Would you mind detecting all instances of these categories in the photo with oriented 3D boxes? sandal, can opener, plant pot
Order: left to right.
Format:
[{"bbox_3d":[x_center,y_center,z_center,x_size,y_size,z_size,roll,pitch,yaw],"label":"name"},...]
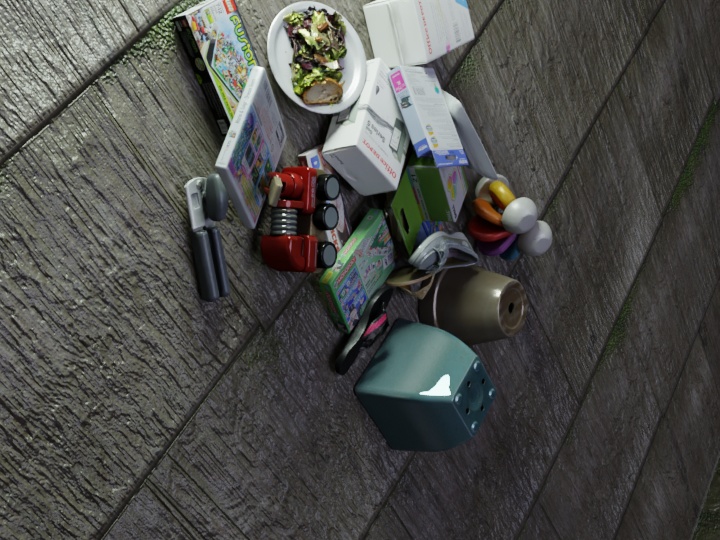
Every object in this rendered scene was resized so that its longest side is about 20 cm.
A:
[{"bbox_3d":[-0.236,-0.050,1.417,0.052,0.066,0.202,-22,113,-47],"label":"can opener"},{"bbox_3d":[0.018,0.119,1.715,0.201,0.045,0.075,-58,156,-25],"label":"sandal"},{"bbox_3d":[0.125,0.023,1.830,0.211,0.077,0.070,-32,122,-51],"label":"sandal"},{"bbox_3d":[0.148,0.234,1.771,0.196,0.199,0.197,-55,130,-32],"label":"plant pot"},{"bbox_3d":[0.247,0.074,1.898,0.199,0.172,0.202,-3,94,-48],"label":"plant pot"}]

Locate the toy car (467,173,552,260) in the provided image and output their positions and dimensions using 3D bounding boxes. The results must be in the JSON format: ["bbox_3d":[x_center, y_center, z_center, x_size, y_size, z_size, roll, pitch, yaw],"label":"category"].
[{"bbox_3d":[0.315,-0.100,1.999,0.150,0.175,0.200,-41,130,2],"label":"toy car"}]

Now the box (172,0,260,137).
[{"bbox_3d":[-0.214,-0.329,1.444,0.110,0.034,0.201,-44,123,-39],"label":"box"}]

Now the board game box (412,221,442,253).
[{"bbox_3d":[0.125,-0.143,1.859,0.103,0.019,0.202,-20,107,-46],"label":"board game box"}]

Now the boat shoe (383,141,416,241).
[{"bbox_3d":[0.068,-0.158,1.774,0.073,0.063,0.203,-34,124,-59],"label":"boat shoe"}]

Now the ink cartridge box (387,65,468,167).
[{"bbox_3d":[0.126,-0.280,1.673,0.119,0.042,0.202,-13,79,-53],"label":"ink cartridge box"}]

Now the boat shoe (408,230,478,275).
[{"bbox_3d":[0.167,-0.031,1.783,0.075,0.065,0.201,-53,157,25],"label":"boat shoe"}]

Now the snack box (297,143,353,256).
[{"bbox_3d":[-0.060,-0.124,1.640,0.072,0.024,0.202,-35,118,-46],"label":"snack box"}]

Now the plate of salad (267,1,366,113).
[{"bbox_3d":[-0.069,-0.373,1.567,0.198,0.048,0.202,5,80,-30],"label":"plate of salad"}]

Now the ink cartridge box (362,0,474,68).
[{"bbox_3d":[0.106,-0.475,1.738,0.200,0.124,0.130,-34,117,-42],"label":"ink cartridge box"}]

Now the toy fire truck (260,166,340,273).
[{"bbox_3d":[-0.118,-0.086,1.484,0.199,0.128,0.178,3,91,-54],"label":"toy fire truck"}]

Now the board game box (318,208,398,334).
[{"bbox_3d":[0.000,0.000,1.695,0.201,0.029,0.135,-54,141,-32],"label":"board game box"}]

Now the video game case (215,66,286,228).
[{"bbox_3d":[-0.170,-0.191,1.433,0.200,0.023,0.184,76,29,-66],"label":"video game case"}]

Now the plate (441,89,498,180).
[{"bbox_3d":[0.186,-0.283,1.820,0.032,0.200,0.201,-35,124,-2],"label":"plate"}]

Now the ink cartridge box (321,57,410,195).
[{"bbox_3d":[0.021,-0.262,1.665,0.145,0.083,0.202,41,54,-43],"label":"ink cartridge box"}]

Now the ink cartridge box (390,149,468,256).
[{"bbox_3d":[0.138,-0.145,1.759,0.148,0.075,0.201,67,35,-44],"label":"ink cartridge box"}]
